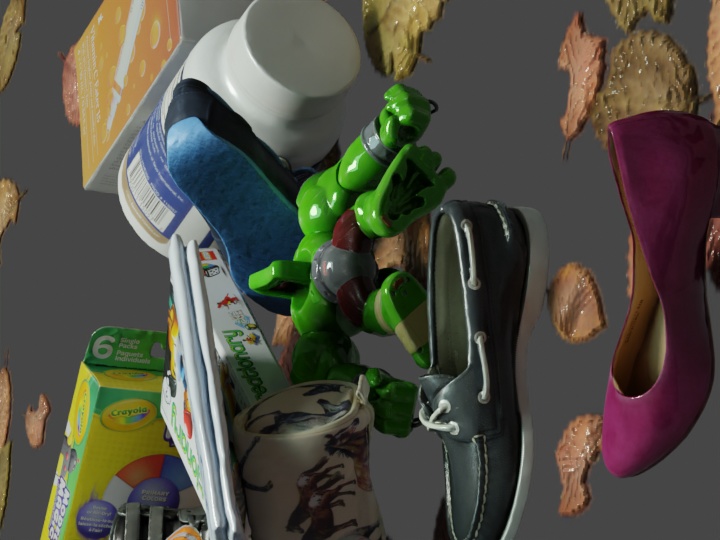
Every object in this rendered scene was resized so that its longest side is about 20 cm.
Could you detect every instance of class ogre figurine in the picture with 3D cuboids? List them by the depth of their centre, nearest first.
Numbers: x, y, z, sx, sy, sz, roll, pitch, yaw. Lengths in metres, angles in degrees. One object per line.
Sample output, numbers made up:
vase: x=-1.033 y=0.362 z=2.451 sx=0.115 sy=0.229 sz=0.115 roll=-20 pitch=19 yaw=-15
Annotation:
ogre figurine: x=0.000 y=0.000 z=1.620 sx=0.120 sy=0.098 sz=0.201 roll=-17 pitch=86 yaw=55

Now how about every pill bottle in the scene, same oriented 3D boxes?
pill bottle: x=-0.077 y=-0.095 z=1.798 sx=0.200 sy=0.111 sz=0.111 roll=130 pitch=140 yaw=-51

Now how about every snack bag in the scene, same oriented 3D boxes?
snack bag: x=-0.084 y=0.106 z=1.586 sx=0.200 sy=0.021 sz=0.189 roll=90 pitch=170 yaw=-61

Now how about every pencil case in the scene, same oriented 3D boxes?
pencil case: x=-0.016 y=0.162 z=1.560 sx=0.078 sy=0.089 sz=0.201 roll=-106 pitch=6 yaw=-76

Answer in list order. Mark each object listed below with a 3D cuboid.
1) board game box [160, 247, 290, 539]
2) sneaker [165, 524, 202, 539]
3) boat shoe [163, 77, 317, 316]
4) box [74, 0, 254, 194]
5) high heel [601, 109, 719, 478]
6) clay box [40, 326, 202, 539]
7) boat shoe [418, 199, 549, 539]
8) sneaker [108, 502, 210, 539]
board game box: x=-0.083 y=0.089 z=1.732 sx=0.200 sy=0.035 sz=0.127 roll=-121 pitch=32 yaw=-55
sneaker: x=-0.125 y=0.248 z=1.762 sx=0.078 sy=0.112 sz=0.200 roll=-47 pitch=4 yaw=-38
boat shoe: x=-0.060 y=-0.048 z=1.711 sx=0.200 sy=0.084 sz=0.069 roll=65 pitch=-167 yaw=-50
box: x=-0.122 y=-0.151 z=1.930 sx=0.200 sy=0.097 sz=0.125 roll=130 pitch=140 yaw=-50
high heel: x=0.130 y=0.012 z=1.331 sx=0.067 sy=0.096 sz=0.200 roll=-125 pitch=47 yaw=-56
clay box: x=-0.149 y=0.141 z=1.894 sx=0.048 sy=0.115 sz=0.200 roll=-132 pitch=52 yaw=-58
boat shoe: x=0.059 y=0.061 z=1.518 sx=0.076 sy=0.060 sz=0.201 roll=165 pitch=110 yaw=-64
sneaker: x=-0.104 y=0.180 z=1.803 sx=0.200 sy=0.099 sz=0.071 roll=-30 pitch=55 yaw=59
